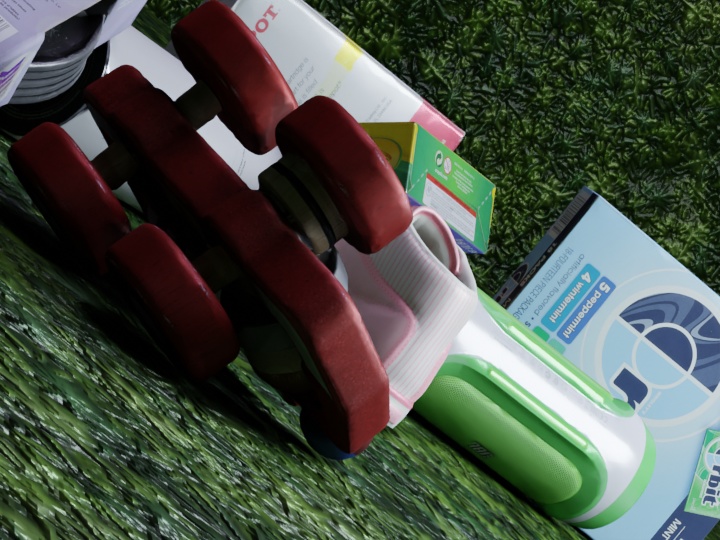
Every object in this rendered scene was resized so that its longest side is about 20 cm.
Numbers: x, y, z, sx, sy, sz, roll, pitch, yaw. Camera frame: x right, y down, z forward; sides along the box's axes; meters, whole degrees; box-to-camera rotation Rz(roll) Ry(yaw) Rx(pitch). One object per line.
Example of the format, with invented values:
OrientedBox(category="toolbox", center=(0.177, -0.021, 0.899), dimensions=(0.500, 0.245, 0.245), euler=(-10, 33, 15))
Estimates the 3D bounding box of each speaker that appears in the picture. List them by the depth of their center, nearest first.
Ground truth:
OrientedBox(category="speaker", center=(-0.116, -0.077, 1.373), dimensions=(0.081, 0.081, 0.200), euler=(42, 5, 29))
OrientedBox(category="speaker", center=(0.084, 0.073, 1.550), dimensions=(0.200, 0.089, 0.088), euler=(38, 4, -27))

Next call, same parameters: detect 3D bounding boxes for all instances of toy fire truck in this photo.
OrientedBox(category="toy fire truck", center=(-0.046, -0.001, 1.097), dimensions=(0.200, 0.112, 0.168), euler=(44, -13, 41))

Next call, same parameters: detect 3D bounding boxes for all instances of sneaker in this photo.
OrientedBox(category="sneaker", center=(0.000, 0.000, 1.440), dimensions=(0.075, 0.105, 0.200), euler=(34, 5, -34))

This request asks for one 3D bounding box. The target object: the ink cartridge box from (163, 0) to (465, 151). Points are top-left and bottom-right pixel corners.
OrientedBox(category="ink cartridge box", center=(-0.050, -0.109, 1.883), dimensions=(0.200, 0.145, 0.083), euler=(38, 3, -23))

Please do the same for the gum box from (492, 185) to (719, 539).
OrientedBox(category="gum box", center=(0.165, 0.076, 1.652), dimensions=(0.200, 0.170, 0.045), euler=(38, 3, -13))

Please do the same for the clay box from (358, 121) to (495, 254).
OrientedBox(category="clay box", center=(-0.036, -0.047, 1.516), dimensions=(0.199, 0.048, 0.115), euler=(0, -17, 28))

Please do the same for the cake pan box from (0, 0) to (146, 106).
OrientedBox(category="cake pan box", center=(-0.202, -0.160, 1.200), dimensions=(0.200, 0.052, 0.184), euler=(39, 32, 3))
